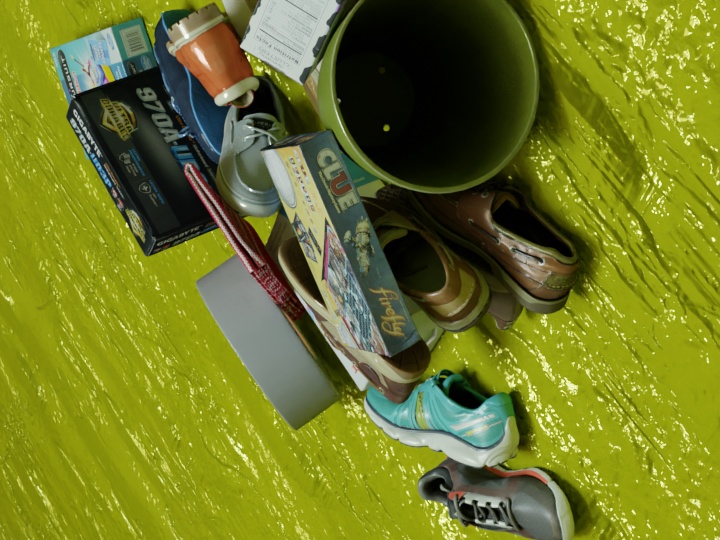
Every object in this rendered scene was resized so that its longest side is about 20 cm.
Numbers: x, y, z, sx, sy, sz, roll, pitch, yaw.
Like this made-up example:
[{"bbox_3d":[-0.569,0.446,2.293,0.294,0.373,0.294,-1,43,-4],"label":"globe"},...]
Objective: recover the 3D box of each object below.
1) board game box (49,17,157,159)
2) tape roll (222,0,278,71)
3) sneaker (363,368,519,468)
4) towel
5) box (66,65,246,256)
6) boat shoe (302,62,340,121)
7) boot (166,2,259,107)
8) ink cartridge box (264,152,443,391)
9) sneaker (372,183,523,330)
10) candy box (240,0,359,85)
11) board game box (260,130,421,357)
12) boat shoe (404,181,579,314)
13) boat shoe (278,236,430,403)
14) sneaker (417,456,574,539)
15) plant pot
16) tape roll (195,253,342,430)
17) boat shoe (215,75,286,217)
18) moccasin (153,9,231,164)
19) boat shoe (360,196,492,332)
[{"bbox_3d":[-0.309,-0.223,2.151,0.200,0.047,0.152,-3,107,58],"label":"board game box"},{"bbox_3d":[-0.085,-0.301,1.748,0.203,0.037,0.204,38,140,41],"label":"tape roll"},{"bbox_3d":[0.085,0.137,1.749,0.199,0.077,0.080,12,111,44],"label":"sneaker"},{"bbox_3d":[-0.120,-0.029,1.822,0.145,0.022,0.200,55,180,20],"label":"towel"},{"bbox_3d":[-0.218,-0.131,1.954,0.200,0.158,0.046,59,150,15],"label":"box"},{"bbox_3d":[-0.036,-0.219,1.660,0.200,0.069,0.074,63,173,-30],"label":"boat shoe"},{"bbox_3d":[-0.151,-0.217,1.827,0.107,0.075,0.200,57,-178,-5],"label":"boot"},{"bbox_3d":[0.000,0.000,1.767,0.200,0.084,0.145,54,147,20],"label":"ink cartridge box"},{"bbox_3d":[0.079,-0.012,1.645,0.200,0.070,0.076,39,141,40],"label":"sneaker"},{"bbox_3d":[-0.016,-0.287,1.507,0.071,0.168,0.200,31,145,0],"label":"candy box"},{"bbox_3d":[-0.020,-0.024,1.537,0.201,0.034,0.135,67,165,-9],"label":"board game box"},{"bbox_3d":[0.123,-0.050,1.559,0.200,0.072,0.068,41,138,23],"label":"boat shoe"},{"bbox_3d":[-0.014,0.050,1.675,0.200,0.072,0.072,44,140,22],"label":"boat shoe"},{"bbox_3d":[0.131,0.237,1.718,0.200,0.082,0.077,13,120,55],"label":"sneaker"},{"bbox_3d":[0.035,-0.158,1.535,0.188,0.186,0.200,70,164,-6],"label":"plant pot"},{"bbox_3d":[-0.101,0.077,1.910,0.201,0.066,0.200,56,180,0],"label":"tape roll"},{"bbox_3d":[-0.113,-0.136,1.808,0.201,0.070,0.072,-97,20,-51],"label":"boat shoe"},{"bbox_3d":[-0.177,-0.200,1.938,0.068,0.080,0.201,-51,52,50],"label":"moccasin"},{"bbox_3d":[0.037,-0.020,1.565,0.200,0.076,0.074,34,178,40],"label":"boat shoe"}]
